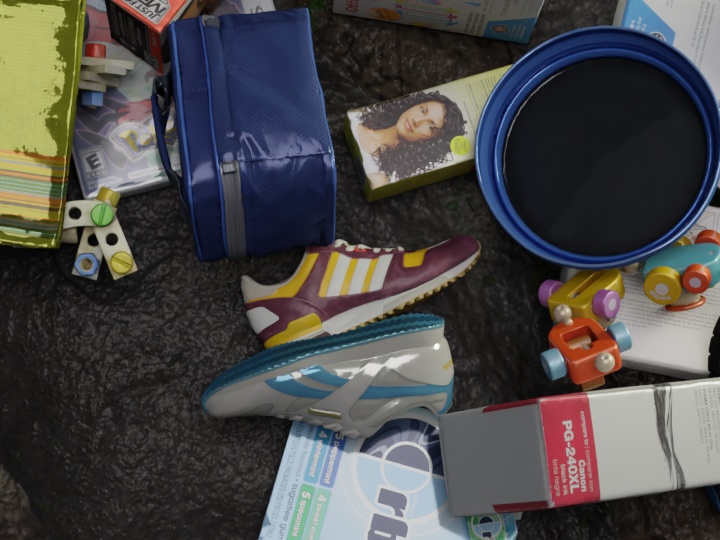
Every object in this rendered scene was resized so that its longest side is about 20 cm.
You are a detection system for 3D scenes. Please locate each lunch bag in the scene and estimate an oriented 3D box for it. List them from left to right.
[{"bbox_3d":[-0.097,-0.114,1.424,0.132,0.136,0.201,-7,60,-7],"label":"lunch bag"}]

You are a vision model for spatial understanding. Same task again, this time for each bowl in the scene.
[{"bbox_3d":[0.193,-0.096,1.441,0.200,0.039,0.201,-4,77,16],"label":"bowl"}]

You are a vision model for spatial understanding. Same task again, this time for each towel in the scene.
[{"bbox_3d":[-0.265,-0.119,1.388,0.086,0.018,0.201,6,87,-7],"label":"towel"}]

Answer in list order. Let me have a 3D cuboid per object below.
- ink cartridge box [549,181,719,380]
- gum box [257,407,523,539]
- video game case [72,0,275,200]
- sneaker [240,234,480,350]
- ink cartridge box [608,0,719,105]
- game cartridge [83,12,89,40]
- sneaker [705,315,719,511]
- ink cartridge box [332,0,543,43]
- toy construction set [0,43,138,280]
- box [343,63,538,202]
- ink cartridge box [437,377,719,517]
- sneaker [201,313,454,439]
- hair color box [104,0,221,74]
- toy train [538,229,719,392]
[{"bbox_3d":[0.270,0.000,1.499,0.199,0.045,0.177,11,78,-1],"label":"ink cartridge box"},{"bbox_3d":[0.027,0.194,1.438,0.199,0.045,0.170,16,75,1],"label":"gum box"},{"bbox_3d":[-0.159,-0.165,1.522,0.199,0.023,0.183,-15,78,-7],"label":"video game case"},{"bbox_3d":[0.000,0.000,1.466,0.200,0.075,0.090,-26,85,-10],"label":"sneaker"},{"bbox_3d":[0.317,-0.194,1.527,0.199,0.084,0.146,16,76,0],"label":"ink cartridge box"},{"bbox_3d":[-0.335,-0.193,1.445,0.130,0.038,0.200,35,45,24],"label":"game cartridge"},{"bbox_3d":[0.326,0.100,1.438,0.082,0.073,0.201,-4,117,-13],"label":"sneaker"},{"bbox_3d":[0.058,-0.284,1.510,0.199,0.129,0.126,8,76,-1],"label":"ink cartridge box"},{"bbox_3d":[-0.239,-0.093,1.438,0.131,0.092,0.201,3,77,-7],"label":"toy construction set"},{"bbox_3d":[0.091,-0.122,1.514,0.199,0.050,0.075,-18,79,-8],"label":"box"},{"bbox_3d":[0.183,0.136,1.375,0.199,0.145,0.084,-3,81,-29],"label":"ink cartridge box"},{"bbox_3d":[-0.025,0.094,1.398,0.199,0.077,0.081,-12,101,3],"label":"sneaker"},{"bbox_3d":[-0.129,-0.270,1.487,0.061,0.102,0.200,35,77,4],"label":"hair color box"},{"bbox_3d":[0.222,0.037,1.408,0.199,0.150,0.056,-23,116,-11],"label":"toy train"}]
